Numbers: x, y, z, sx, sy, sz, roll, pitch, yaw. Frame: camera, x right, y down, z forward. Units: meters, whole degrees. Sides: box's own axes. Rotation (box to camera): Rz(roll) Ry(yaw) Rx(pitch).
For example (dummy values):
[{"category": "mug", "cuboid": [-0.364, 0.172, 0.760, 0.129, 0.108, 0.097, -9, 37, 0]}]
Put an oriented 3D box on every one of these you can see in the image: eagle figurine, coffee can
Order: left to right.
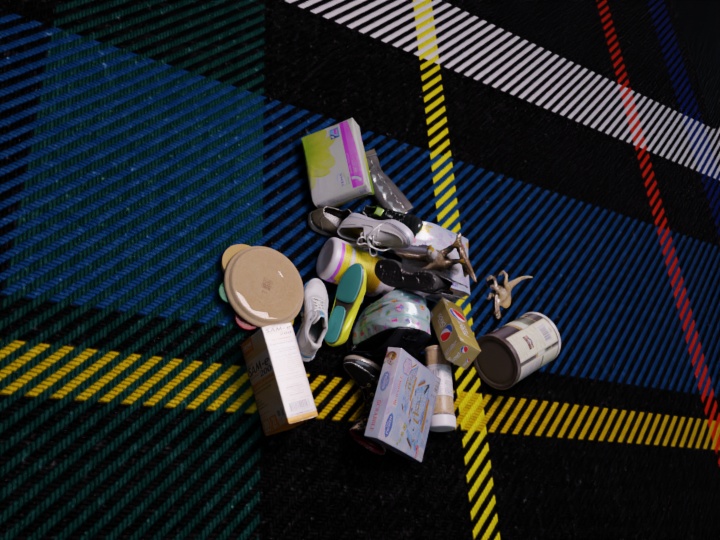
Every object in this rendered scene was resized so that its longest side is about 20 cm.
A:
[{"category": "eagle figurine", "cuboid": [0.159, -0.018, 1.609, 0.152, 0.198, 0.152, -96, 166, -62]}, {"category": "coffee can", "cuboid": [0.413, 0.209, 1.772, 0.199, 0.146, 0.147, -19, 79, -39]}]

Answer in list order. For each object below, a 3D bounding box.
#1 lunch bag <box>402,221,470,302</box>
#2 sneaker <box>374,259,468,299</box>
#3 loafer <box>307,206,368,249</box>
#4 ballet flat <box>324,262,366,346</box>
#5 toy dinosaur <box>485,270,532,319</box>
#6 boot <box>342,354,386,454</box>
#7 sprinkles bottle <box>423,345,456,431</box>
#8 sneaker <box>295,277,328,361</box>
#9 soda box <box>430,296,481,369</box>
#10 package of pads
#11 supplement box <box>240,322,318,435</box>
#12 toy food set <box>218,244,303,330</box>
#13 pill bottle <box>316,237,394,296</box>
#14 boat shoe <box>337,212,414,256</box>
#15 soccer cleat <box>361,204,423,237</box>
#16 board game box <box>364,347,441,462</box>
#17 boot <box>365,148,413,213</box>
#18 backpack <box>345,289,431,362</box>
[{"category": "lunch bag", "cuboid": [0.180, -0.022, 1.745, 0.199, 0.127, 0.171, 20, 59, -36]}, {"category": "sneaker", "cuboid": [0.135, 0.022, 1.516, 0.104, 0.198, 0.061, 11, 93, -55]}, {"category": "loafer", "cuboid": [-0.033, -0.108, 1.675, 0.198, 0.070, 0.076, 15, 60, -28]}, {"category": "ballet flat", "cuboid": [-0.028, 0.081, 1.552, 0.067, 0.066, 0.202, 24, 86, -56]}, {"category": "toy dinosaur", "cuboid": [0.408, 0.053, 1.917, 0.200, 0.058, 0.101, -47, 112, -32]}, {"category": "boot", "cuboid": [0.017, 0.300, 1.508, 0.200, 0.073, 0.151, 45, 50, -18]}, {"category": "sprinkles bottle", "cuboid": [0.193, 0.286, 1.635, 0.068, 0.068, 0.202, 14, 60, -28]}, {"category": "sneaker", "cuboid": [-0.098, 0.102, 1.519, 0.074, 0.087, 0.202, 18, 57, -24]}, {"category": "soda box", "cuboid": [0.231, 0.153, 1.668, 0.067, 0.064, 0.201, 28, 22, -21]}, {"category": "package of pads", "cuboid": [-0.062, -0.263, 1.682, 0.068, 0.153, 0.202, 36, 39, -65]}, {"category": "supplement box", "cuboid": [-0.171, 0.224, 1.383, 0.073, 0.126, 0.202, -8, 71, -34]}, {"category": "toy food set", "cuboid": [-0.218, 0.040, 1.491, 0.198, 0.049, 0.200, 13, 61, -29]}, {"category": "pill bottle", "cuboid": [0.000, 0.000, 1.622, 0.199, 0.104, 0.105, 21, 57, -24]}, {"category": "boat shoe", "cuboid": [0.025, -0.079, 1.558, 0.086, 0.201, 0.075, -42, 137, -35]}, {"category": "soccer cleat", "cuboid": [0.075, -0.124, 1.684, 0.081, 0.199, 0.068, 39, 76, -36]}, {"category": "board game box", "cuboid": [0.099, 0.301, 1.494, 0.199, 0.041, 0.202, 42, 58, -46]}, {"category": "boot", "cuboid": [0.035, -0.213, 1.783, 0.181, 0.072, 0.201, -29, 92, -38]}, {"category": "backpack", "cuboid": [0.073, 0.133, 1.543, 0.165, 0.200, 0.128, 11, 60, -29]}]
